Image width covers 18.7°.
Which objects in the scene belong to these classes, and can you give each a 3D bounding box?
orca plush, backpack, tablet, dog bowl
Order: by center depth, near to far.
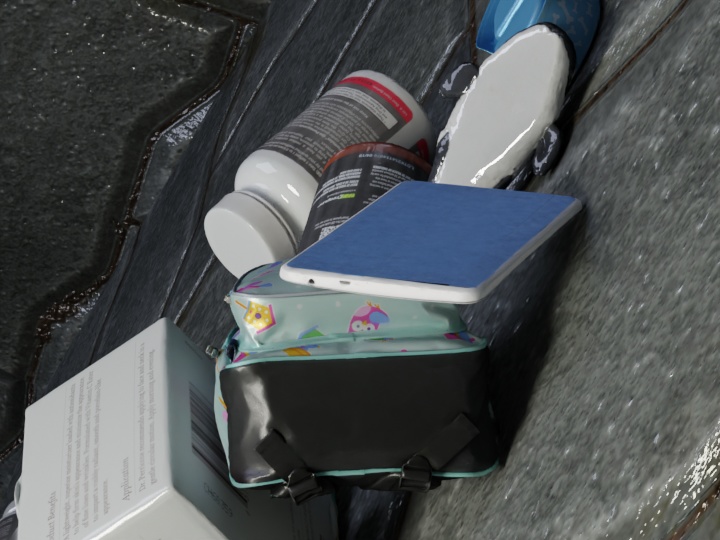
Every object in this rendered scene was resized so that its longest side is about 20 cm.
[{"bbox_3d":[0.047,-0.019,1.358,0.200,0.130,0.014,-37,-50,-60],"label":"tablet"},{"bbox_3d":[-0.008,0.064,1.392,0.200,0.175,0.154,161,102,-86],"label":"backpack"},{"bbox_3d":[0.105,-0.083,1.574,0.071,0.105,0.200,1,-73,-60],"label":"orca plush"},{"bbox_3d":[0.136,-0.189,1.664,0.112,0.050,0.200,-58,12,25],"label":"dog bowl"}]

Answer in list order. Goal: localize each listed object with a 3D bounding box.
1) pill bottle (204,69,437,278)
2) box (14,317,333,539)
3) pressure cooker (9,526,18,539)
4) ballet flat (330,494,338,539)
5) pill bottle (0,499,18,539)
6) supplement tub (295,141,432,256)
[{"bbox_3d":[-0.036,-0.074,1.858,0.200,0.111,0.111,-42,-2,-31],"label":"pill bottle"},{"bbox_3d":[-0.118,0.178,1.456,0.131,0.200,0.199,-33,30,14],"label":"box"},{"bbox_3d":[-0.242,0.295,1.958,0.176,0.178,0.200,-61,10,-1],"label":"pressure cooker"},{"bbox_3d":[-0.050,0.215,1.596,0.070,0.067,0.200,-9,52,47],"label":"ballet flat"},{"bbox_3d":[-0.425,0.375,2.792,0.113,0.113,0.200,-59,13,22],"label":"pill bottle"},{"bbox_3d":[0.000,0.000,1.708,0.107,0.107,0.200,-52,16,45],"label":"supplement tub"}]
